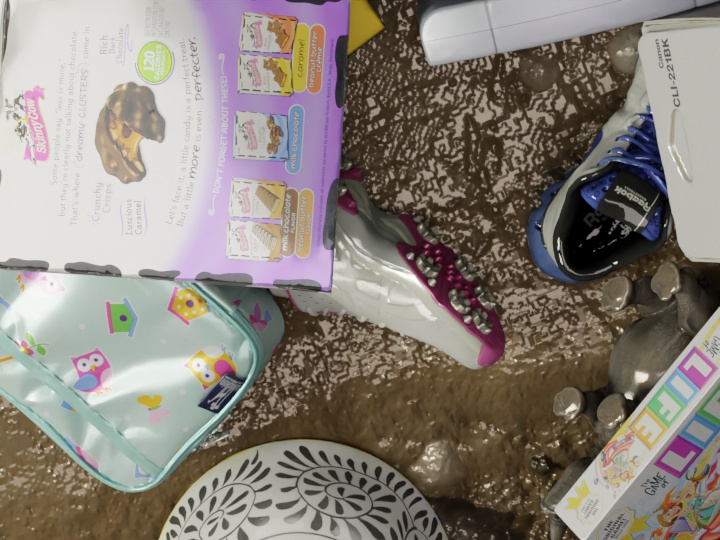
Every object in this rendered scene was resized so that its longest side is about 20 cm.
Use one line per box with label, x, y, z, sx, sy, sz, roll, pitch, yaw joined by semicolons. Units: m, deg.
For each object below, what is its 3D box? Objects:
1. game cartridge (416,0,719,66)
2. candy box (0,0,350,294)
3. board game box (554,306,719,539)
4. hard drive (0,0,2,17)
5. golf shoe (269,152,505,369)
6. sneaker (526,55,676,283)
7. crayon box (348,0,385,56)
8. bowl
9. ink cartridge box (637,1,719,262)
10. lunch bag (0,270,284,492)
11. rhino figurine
game cartridge;0.131;-0.164;1.496;0.198;0.133;0.042;-13;98;3
candy box;-0.112;-0.078;1.459;0.198;0.072;0.169;5;90;-8
board game box;0.224;0.099;1.554;0.200;0.034;0.134;-52;137;9
hard drive;-0.255;-0.153;1.557;0.131;0.026;0.201;21;100;-3
golf shoe;0.000;0.000;1.567;0.200;0.075;0.092;41;113;-4
sneaker;0.177;-0.066;1.522;0.080;0.115;0.200;34;99;-6
crayon box;-0.112;-0.176;1.519;0.172;0.058;0.200;-36;105;4
bowl;-0.037;0.214;1.588;0.199;0.094;0.203;0;100;0
ink cartridge box;0.273;-0.099;1.484;0.199;0.084;0.145;-19;102;-29
lunch bag;-0.156;0.034;1.554;0.200;0.077;0.160;42;111;-5
rhino figurine;0.166;0.086;1.571;0.060;0.087;0.201;33;104;39
